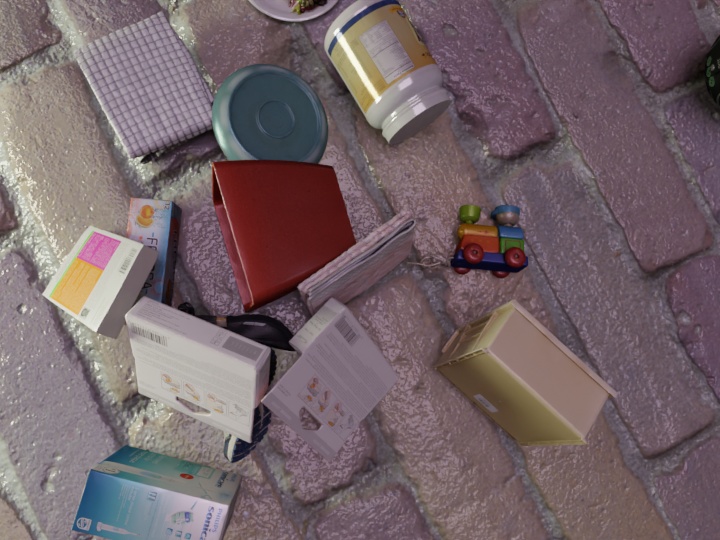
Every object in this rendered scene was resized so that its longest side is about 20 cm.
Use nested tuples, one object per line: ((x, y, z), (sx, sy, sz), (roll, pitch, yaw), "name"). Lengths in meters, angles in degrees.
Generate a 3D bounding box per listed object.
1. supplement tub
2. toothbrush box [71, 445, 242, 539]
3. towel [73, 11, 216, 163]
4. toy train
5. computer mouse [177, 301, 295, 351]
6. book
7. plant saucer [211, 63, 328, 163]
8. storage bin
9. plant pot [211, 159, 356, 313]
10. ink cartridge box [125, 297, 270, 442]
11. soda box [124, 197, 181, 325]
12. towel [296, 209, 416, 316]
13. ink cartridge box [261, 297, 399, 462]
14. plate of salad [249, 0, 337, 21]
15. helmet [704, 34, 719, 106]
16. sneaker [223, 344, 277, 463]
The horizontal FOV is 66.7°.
((0.046, -0.326, 0.897), (0.144, 0.144, 0.201), (-31, 89, -7), "supplement tub")
((-0.288, 0.339, 0.808), (0.198, 0.146, 0.086), (17, 84, -3), "toothbrush box")
((-0.339, -0.289, 0.890), (0.165, 0.086, 0.201), (-30, 93, -15), "towel")
((0.178, -0.059, 0.921), (0.198, 0.085, 0.117), (5, 74, -4), "toy train")
((-0.188, 0.080, 0.845), (0.198, 0.140, 0.046), (13, 76, -4), "computer mouse")
((-0.388, 0.008, 0.815), (0.048, 0.199, 0.135), (34, 77, -46), "book")
((-0.142, -0.246, 0.900), (0.198, 0.027, 0.202), (3, 84, -24), "plant saucer")
((0.239, 0.169, 0.848), (0.200, 0.199, 0.094), (41, 66, -1), "storage bin")
((-0.116, -0.061, 0.845), (0.175, 0.200, 0.202), (-16, 86, -17), "plant pot")
((-0.231, 0.145, 0.785), (0.198, 0.177, 0.045), (21, 42, 8), "ink cartridge box")
((-0.336, -0.012, 0.876), (0.068, 0.064, 0.202), (5, 85, -5), "soda box")
((0.000, 0.000, 0.841), (0.199, 0.191, 0.032), (-35, 78, -7), "towel")
((-0.046, 0.169, 0.828), (0.176, 0.045, 0.201), (-47, 131, -15), "ink cartridge box")
((-0.118, -0.534, 0.949), (0.198, 0.048, 0.202), (1, 84, -6), "plate of salad")
((0.706, -0.357, 0.937), (0.198, 0.190, 0.202), (1, 91, 30), "helmet")
((-0.191, 0.204, 0.871), (0.085, 0.077, 0.202), (18, 100, 30), "sneaker")
